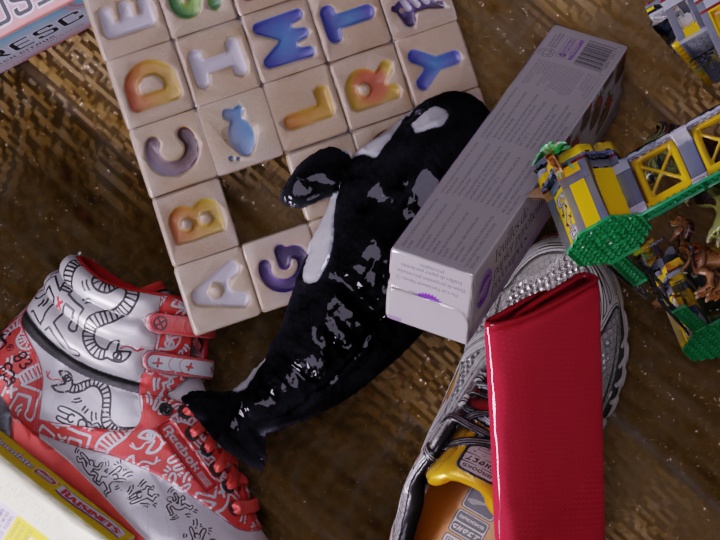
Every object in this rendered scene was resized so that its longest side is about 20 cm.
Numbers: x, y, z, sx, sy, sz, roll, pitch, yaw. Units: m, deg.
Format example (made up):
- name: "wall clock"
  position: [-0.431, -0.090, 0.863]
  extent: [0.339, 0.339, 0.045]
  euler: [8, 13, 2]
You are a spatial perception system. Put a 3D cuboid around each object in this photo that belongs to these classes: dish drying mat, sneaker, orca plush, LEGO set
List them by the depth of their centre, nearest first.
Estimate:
- name: "LEGO set"
  position: [0.154, -0.058, 1.199]
  extent: [0.153, 0.200, 0.116]
  euler: [-34, 57, 23]
- name: "dish drying mat"
  position: [0.083, 0.105, 1.209]
  extent: [0.018, 0.077, 0.201]
  euler: [13, 116, 36]
- name: "orca plush"
  position: [0.000, 0.000, 1.229]
  extent: [0.200, 0.071, 0.105]
  euler: [-39, 99, -10]
- name: "sneaker"
  position: [0.068, 0.079, 1.242]
  extent: [0.077, 0.082, 0.201]
  euler: [20, 88, 9]
- name: "sneaker"
  position: [-0.085, 0.077, 1.272]
  extent: [0.201, 0.067, 0.108]
  euler: [35, 94, 11]

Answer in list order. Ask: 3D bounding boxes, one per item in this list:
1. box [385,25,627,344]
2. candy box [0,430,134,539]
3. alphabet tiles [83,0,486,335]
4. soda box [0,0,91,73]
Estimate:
- name: "box"
  position: [0.068, -0.042, 1.204]
  extent: [0.041, 0.200, 0.039]
  euler: [17, 129, 16]
- name: "candy box"
  position: [-0.194, 0.172, 1.270]
  extent: [0.102, 0.026, 0.200]
  euler: [37, 111, 11]
- name: "alphabet tiles"
  position: [-0.031, -0.091, 1.264]
  extent: [0.166, 0.008, 0.201]
  euler: [-19, 95, -11]
- name: "soda box"
  position: [-0.169, -0.141, 1.301]
  extent: [0.199, 0.064, 0.069]
  euler: [-27, 83, 5]
